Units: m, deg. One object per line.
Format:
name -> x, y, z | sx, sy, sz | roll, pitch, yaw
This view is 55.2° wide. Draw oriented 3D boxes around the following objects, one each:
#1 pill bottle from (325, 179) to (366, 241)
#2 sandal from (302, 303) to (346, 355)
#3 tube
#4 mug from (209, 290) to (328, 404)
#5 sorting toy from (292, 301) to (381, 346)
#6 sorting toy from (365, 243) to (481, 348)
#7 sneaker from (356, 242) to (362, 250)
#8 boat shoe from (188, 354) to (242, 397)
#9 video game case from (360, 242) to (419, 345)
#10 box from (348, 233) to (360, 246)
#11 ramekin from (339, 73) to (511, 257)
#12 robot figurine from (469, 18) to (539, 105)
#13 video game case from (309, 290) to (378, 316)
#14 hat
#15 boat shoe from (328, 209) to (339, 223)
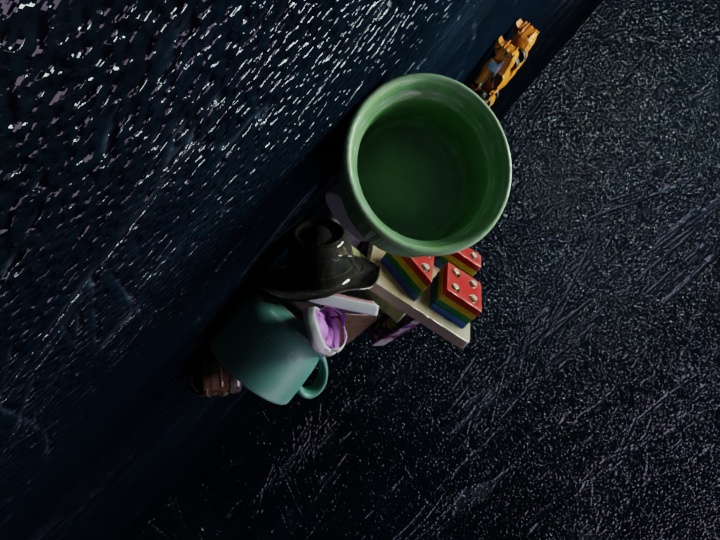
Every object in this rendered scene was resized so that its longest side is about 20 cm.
pill bottle -> 0.048, -0.138, 0.907 | 0.200, 0.111, 0.111 | -46, 177, -17
sandal -> -0.041, 0.084, 1.011 | 0.048, 0.085, 0.203 | -16, -179, 6
tube -> 0.000, 0.000, 1.104 | 0.058, 0.199, 0.052 | -49, 178, 35
mug -> -0.126, 0.108, 1.038 | 0.115, 0.151, 0.184 | -51, 155, 4
sorting toy -> -0.097, 0.090, 1.274 | 0.196, 0.071, 0.198 | 4, 150, -35
sorting toy -> 0.110, -0.010, 1.110 | 0.070, 0.196, 0.202 | -48, -163, 34
sneaker -> -0.044, -0.035, 1.299 | 0.074, 0.080, 0.205 | -55, 161, -61
boat shoe -> -0.245, 0.169, 1.116 | 0.070, 0.078, 0.199 | -4, 168, -23
video game case -> 0.057, 0.014, 1.266 | 0.035, 0.206, 0.181 | 0, 159, -31
box -> -0.027, -0.060, 1.193 | 0.041, 0.039, 0.199 | 9, -139, 47
ramekin -> 0.066, -0.112, 0.798 | 0.200, 0.200, 0.098 | -45, -176, -15
robot figurine -> 0.256, -0.374, 1.311 | 0.145, 0.058, 0.201 | -45, 175, -31
video game case -> -0.054, 0.035, 1.077 | 0.200, 0.139, 0.018 | -149, -108, -80
hat -> -0.060, -0.026, 0.970 | 0.194, 0.083, 0.201 | -5, -163, 2
boat shoe -> 0.021, -0.131, 1.034 | 0.198, 0.071, 0.069 | -34, 170, -37
